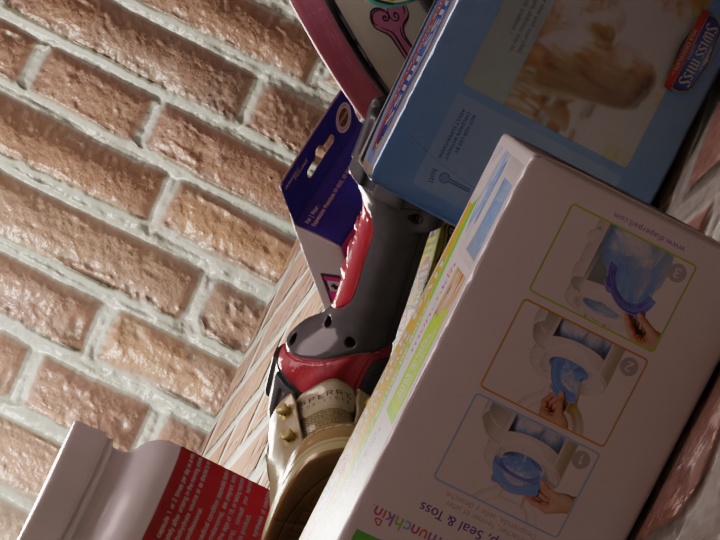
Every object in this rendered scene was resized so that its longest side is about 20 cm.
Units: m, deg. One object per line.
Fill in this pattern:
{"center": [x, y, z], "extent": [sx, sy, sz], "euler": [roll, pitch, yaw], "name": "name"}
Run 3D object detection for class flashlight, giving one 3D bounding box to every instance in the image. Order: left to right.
{"center": [0.000, 0.000, 1.370], "extent": [0.068, 0.067, 0.201], "euler": [-96, 19, -57], "name": "flashlight"}

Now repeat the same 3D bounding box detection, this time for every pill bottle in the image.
{"center": [-0.097, 0.170, 1.465], "extent": [0.113, 0.199, 0.112], "euler": [-62, 6, 11], "name": "pill bottle"}

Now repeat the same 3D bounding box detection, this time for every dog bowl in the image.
{"center": [0.006, -0.164, 1.436], "extent": [0.074, 0.201, 0.200], "euler": [-29, 12, 9], "name": "dog bowl"}

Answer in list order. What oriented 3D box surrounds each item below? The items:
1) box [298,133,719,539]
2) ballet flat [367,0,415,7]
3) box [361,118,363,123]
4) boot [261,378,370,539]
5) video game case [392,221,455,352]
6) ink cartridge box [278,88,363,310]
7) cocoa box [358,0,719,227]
{"center": [0.061, 0.060, 0.987], "extent": [0.201, 0.101, 0.113], "euler": [-63, 6, 5], "name": "box"}
{"center": [0.070, -0.200, 1.326], "extent": [0.200, 0.075, 0.064], "euler": [-34, -36, -39], "name": "ballet flat"}
{"center": [0.063, -0.118, 1.695], "extent": [0.200, 0.049, 0.083], "euler": [-39, -33, -57], "name": "box"}
{"center": [-0.016, 0.110, 1.301], "extent": [0.201, 0.072, 0.156], "euler": [92, 178, -46], "name": "boot"}
{"center": [0.037, 0.010, 1.445], "extent": [0.200, 0.025, 0.182], "euler": [159, 124, -82], "name": "video game case"}
{"center": [0.007, -0.010, 1.561], "extent": [0.095, 0.037, 0.201], "euler": [-59, -38, -36], "name": "ink cartridge box"}
{"center": [0.100, -0.108, 1.225], "extent": [0.201, 0.133, 0.131], "euler": [-63, 5, 5], "name": "cocoa box"}
